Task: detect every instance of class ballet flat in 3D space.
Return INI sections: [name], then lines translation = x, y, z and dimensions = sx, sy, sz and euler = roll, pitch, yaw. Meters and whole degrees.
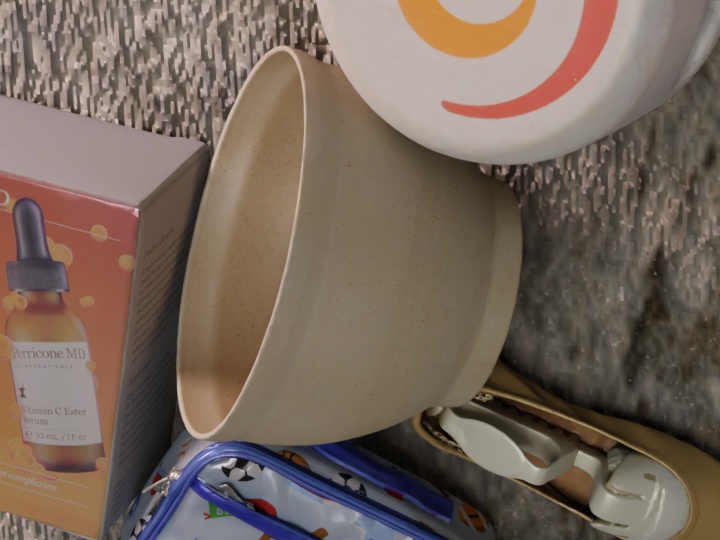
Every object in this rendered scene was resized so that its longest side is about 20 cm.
[ballet flat]
translation = 0.114, 0.107, 1.412
dimensions = 0.200, 0.063, 0.069
euler = 24, 117, 7

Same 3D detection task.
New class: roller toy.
[roller toy]
translation = 0.081, -0.148, 1.279
dimensions = 0.200, 0.140, 0.183
euler = -28, 90, 29

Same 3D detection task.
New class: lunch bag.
[lunch bag]
translation = -0.032, 0.158, 1.450
dimensions = 0.200, 0.076, 0.160
euler = 28, 121, -14

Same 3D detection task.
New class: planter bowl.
[planter bowl]
translation = 0.000, 0.000, 1.349
dimensions = 0.134, 0.200, 0.201
euler = 13, 117, -16

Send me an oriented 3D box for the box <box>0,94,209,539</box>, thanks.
[box]
translation = -0.180, 0.020, 1.447
dimensions = 0.152, 0.106, 0.200
euler = 14, 115, 12
